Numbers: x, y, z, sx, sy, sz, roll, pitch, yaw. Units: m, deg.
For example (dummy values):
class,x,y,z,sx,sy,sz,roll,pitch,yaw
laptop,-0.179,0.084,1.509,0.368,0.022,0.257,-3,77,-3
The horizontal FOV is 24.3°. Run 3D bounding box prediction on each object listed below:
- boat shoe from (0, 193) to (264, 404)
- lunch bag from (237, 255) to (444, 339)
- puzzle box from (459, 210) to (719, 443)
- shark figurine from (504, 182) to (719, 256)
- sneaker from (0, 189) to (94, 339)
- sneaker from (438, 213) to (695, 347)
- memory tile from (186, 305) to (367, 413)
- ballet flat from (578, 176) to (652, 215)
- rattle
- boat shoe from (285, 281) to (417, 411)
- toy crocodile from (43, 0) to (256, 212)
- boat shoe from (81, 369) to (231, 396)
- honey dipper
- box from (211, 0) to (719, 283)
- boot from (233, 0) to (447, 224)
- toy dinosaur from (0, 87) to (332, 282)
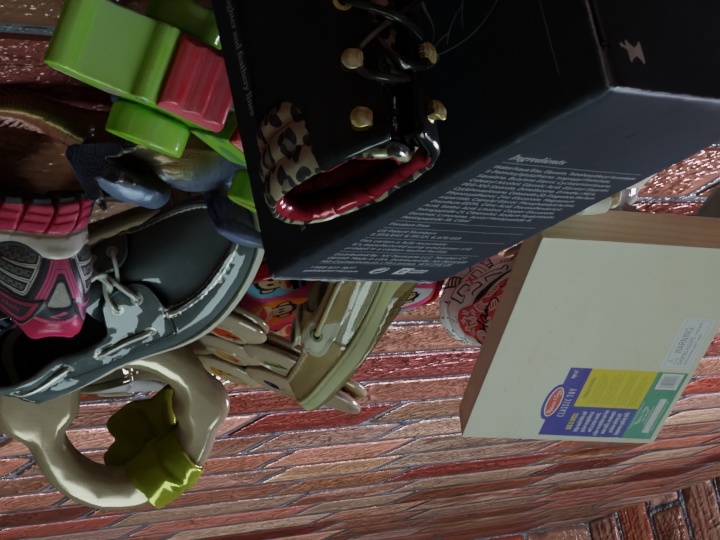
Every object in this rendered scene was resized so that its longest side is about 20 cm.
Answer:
class,x,y,z,sx,sy,sz,roll,pitch,yaw
boat shoe,-0.138,0.019,0.947,0.199,0.073,0.062,-31,169,25
lunch bag,-0.007,-0.015,1.083,0.174,0.083,0.200,-15,166,-8
puzzle box,0.143,0.038,1.006,0.131,0.026,0.201,3,141,-12
shark figurine,0.156,-0.050,1.044,0.127,0.090,0.215,-18,-163,-8
sneaker,-0.204,-0.002,0.918,0.080,0.076,0.200,-4,-179,-26
sneaker,0.144,0.003,1.134,0.200,0.068,0.107,-24,-159,-38
memory tile,-0.102,0.046,1.095,0.199,0.017,0.153,8,159,44
ballet flat,0.126,-0.069,0.892,0.071,0.073,0.200,-5,163,-26
rattle,-0.190,0.063,1.100,0.198,0.143,0.131,21,121,-18
boat shoe,-0.001,0.001,0.949,0.073,0.063,0.201,-53,177,-46
toy crocodile,-0.055,-0.072,0.765,0.199,0.068,0.062,29,173,-37
boat shoe,-0.168,0.055,1.228,0.068,0.076,0.199,1,178,37
honey dipper,-0.159,-0.021,0.998,0.198,0.038,0.038,-19,164,18
box,0.045,-0.097,0.686,0.106,0.150,0.199,1,160,-42
boot,0.010,-0.118,0.571,0.073,0.155,0.203,-3,162,-33
toy dinosaur,-0.085,-0.075,0.874,0.198,0.106,0.181,20,-176,14
